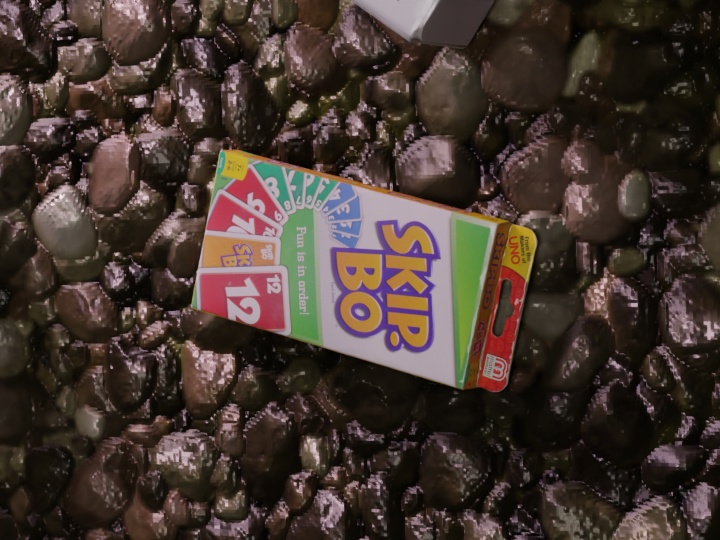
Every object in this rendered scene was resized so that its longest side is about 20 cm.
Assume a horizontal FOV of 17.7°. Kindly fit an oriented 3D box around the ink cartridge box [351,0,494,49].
[{"bbox_3d":[0.006,-0.235,1.269,0.200,0.084,0.145,38,107,20],"label":"ink cartridge box"}]

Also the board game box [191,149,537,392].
[{"bbox_3d":[0.000,0.000,1.317,0.198,0.030,0.096,15,99,22],"label":"board game box"}]
